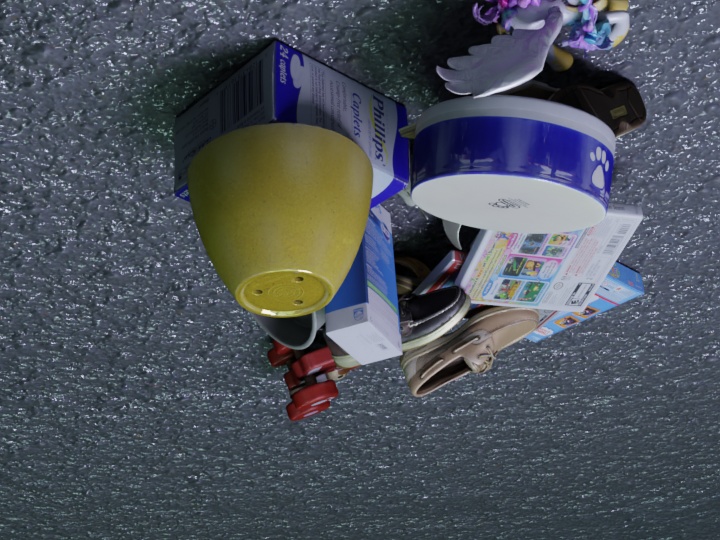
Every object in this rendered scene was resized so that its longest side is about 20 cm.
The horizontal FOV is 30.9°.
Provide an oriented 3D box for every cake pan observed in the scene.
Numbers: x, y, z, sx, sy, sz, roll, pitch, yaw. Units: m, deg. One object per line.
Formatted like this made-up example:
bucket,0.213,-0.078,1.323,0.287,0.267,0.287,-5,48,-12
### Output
cake pan,-0.106,0.002,1.615,0.037,0.201,0.201,-31,163,-28

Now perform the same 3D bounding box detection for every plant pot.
plant pot,-0.082,-0.037,1.352,0.198,0.143,0.200,-2,151,-1

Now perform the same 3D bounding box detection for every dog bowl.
dog bowl,0.150,-0.101,1.292,0.198,0.079,0.200,7,167,2

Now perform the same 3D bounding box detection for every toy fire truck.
toy fire truck,-0.040,0.136,1.922,0.167,0.113,0.200,-17,167,-14

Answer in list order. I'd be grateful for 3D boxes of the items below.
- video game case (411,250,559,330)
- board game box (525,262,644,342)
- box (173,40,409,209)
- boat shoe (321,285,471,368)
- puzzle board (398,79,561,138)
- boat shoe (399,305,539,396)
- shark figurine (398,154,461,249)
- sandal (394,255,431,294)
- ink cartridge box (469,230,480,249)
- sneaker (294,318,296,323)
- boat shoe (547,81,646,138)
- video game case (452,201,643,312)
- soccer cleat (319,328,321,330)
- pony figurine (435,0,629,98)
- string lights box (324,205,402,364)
video game case,0.179,0.029,1.708,0.198,0.018,0.143,10,150,-20
board game box,0.276,0.034,1.847,0.151,0.037,0.199,23,141,-39
box,-0.076,-0.131,1.439,0.199,0.106,0.183,21,144,-38
boat shoe,0.041,0.063,1.632,0.199,0.073,0.065,-25,116,19
puzzle board,0.143,-0.171,1.400,0.150,0.018,0.200,-19,176,24
boat shoe,0.152,0.108,1.731,0.199,0.065,0.071,-26,142,9
shark figurine,0.080,-0.114,1.495,0.090,0.214,0.128,-45,109,-1
sandal,0.069,0.010,1.763,0.199,0.054,0.080,8,161,-25
ink cartridge box,0.228,-0.048,1.661,0.115,0.067,0.200,6,150,-15
sneaker,-0.065,0.009,1.683,0.077,0.113,0.200,-9,151,10
boat shoe,0.235,-0.156,1.399,0.076,0.072,0.199,-21,174,38
video game case,0.225,-0.020,1.600,0.180,0.024,0.201,5,142,-13
soccer cleat,0.011,0.064,1.824,0.198,0.082,0.068,-4,151,0
pony figurine,0.167,-0.247,1.236,0.192,0.168,0.200,-12,170,14
string lights box,0.000,0.000,1.583,0.059,0.201,0.103,-16,148,20
